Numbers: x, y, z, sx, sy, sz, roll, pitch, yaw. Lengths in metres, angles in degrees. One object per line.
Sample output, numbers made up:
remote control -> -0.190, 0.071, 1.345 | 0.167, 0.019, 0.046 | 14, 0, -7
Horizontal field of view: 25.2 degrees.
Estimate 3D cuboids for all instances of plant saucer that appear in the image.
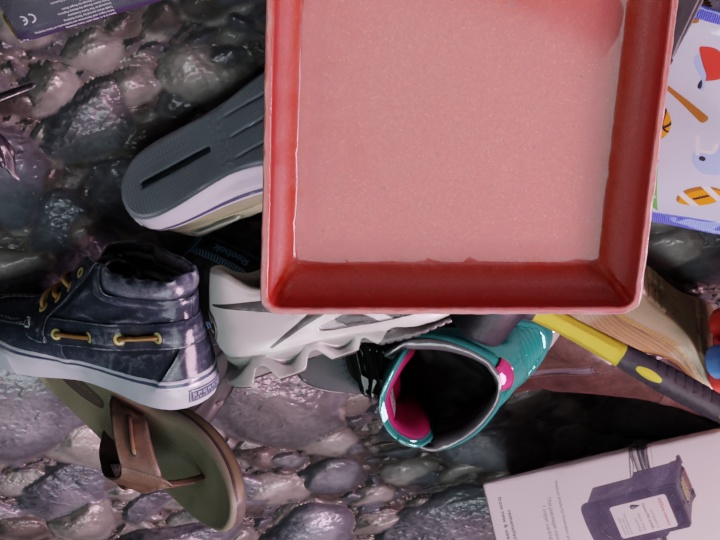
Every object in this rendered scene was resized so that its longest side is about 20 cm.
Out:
plant saucer -> 0.050, -0.076, 0.809 | 0.199, 0.037, 0.200 | 0, 113, -6

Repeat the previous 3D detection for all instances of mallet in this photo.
mallet -> 0.156, 0.040, 0.976 | 0.200, 0.041, 0.066 | 22, 111, -4

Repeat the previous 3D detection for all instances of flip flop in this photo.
flip flop -> -0.159, 0.115, 1.102 | 0.200, 0.058, 0.081 | 37, 135, 15

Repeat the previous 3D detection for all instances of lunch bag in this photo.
lunch bag -> 0.193, -0.114, 0.897 | 0.199, 0.124, 0.170 | 7, 139, -1

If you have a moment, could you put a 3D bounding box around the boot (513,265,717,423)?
boot -> 0.166, 0.062, 1.149 | 0.166, 0.073, 0.200 | -18, 138, 33

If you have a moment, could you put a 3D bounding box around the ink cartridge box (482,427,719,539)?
ink cartridge box -> 0.205, 0.173, 1.198 | 0.199, 0.085, 0.145 | -14, 172, 11

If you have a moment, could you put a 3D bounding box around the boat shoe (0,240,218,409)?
boat shoe -> -0.177, 0.021, 1.046 | 0.200, 0.071, 0.091 | 11, 117, 31

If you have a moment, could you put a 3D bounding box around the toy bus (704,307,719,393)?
toy bus -> 0.304, 0.019, 1.035 | 0.136, 0.201, 0.192 | 26, 159, -34

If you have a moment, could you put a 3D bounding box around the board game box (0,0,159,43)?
board game box -> -0.070, -0.196, 0.760 | 0.199, 0.166, 0.057 | -14, 126, 13

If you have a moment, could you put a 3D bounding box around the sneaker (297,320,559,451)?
sneaker -> 0.025, 0.069, 1.062 | 0.200, 0.121, 0.084 | -12, 110, 29

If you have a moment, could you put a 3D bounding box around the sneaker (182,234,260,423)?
sneaker -> -0.114, 0.050, 1.115 | 0.082, 0.073, 0.200 | 32, 129, -4

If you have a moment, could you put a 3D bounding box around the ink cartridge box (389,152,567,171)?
ink cartridge box -> 0.047, -0.044, 0.937 | 0.099, 0.039, 0.200 | 5, -179, -7

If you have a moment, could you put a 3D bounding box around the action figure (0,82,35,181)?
action figure -> -0.283, -0.060, 0.950 | 0.200, 0.102, 0.119 | -27, 121, 26

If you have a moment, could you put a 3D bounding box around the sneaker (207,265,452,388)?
sneaker -> 0.000, 0.000, 1.009 | 0.200, 0.074, 0.089 | -20, 108, -12

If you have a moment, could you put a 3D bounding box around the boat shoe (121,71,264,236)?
boat shoe -> -0.052, -0.077, 0.980 | 0.200, 0.072, 0.062 | -20, 160, 23

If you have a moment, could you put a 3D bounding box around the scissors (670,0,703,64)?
scissors -> 0.153, -0.098, 0.839 | 0.073, 0.014, 0.200 | 39, 139, -6

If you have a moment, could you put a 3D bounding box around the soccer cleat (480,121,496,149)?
soccer cleat -> 0.003, -0.134, 0.863 | 0.200, 0.073, 0.068 | 32, 135, 0
